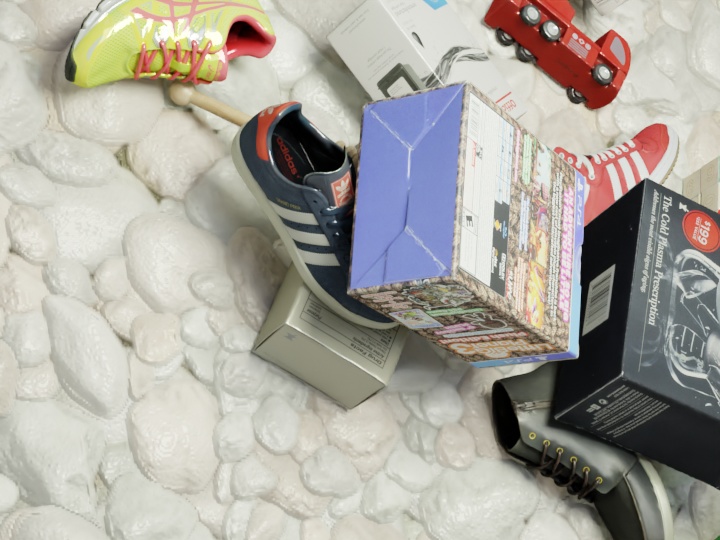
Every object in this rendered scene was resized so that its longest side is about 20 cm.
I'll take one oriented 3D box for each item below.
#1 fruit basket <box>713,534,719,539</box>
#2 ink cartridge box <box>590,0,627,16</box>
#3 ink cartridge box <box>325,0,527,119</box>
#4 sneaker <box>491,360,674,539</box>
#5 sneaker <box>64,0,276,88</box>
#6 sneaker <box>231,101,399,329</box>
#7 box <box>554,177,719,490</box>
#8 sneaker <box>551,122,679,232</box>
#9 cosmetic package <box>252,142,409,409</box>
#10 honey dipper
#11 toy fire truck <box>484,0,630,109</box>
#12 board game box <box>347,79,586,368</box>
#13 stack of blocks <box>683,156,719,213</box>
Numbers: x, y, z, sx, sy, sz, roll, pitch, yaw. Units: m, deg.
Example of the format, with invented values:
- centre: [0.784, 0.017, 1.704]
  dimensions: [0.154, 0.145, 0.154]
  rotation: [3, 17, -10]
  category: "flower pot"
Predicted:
- centre: [0.426, 0.230, 1.485]
  dimensions: [0.215, 0.215, 0.156]
  rotation: [-36, 90, -34]
  category: "fruit basket"
- centre: [0.239, -0.364, 1.659]
  dimensions: [0.161, 0.050, 0.200]
  rotation: [51, 45, -12]
  category: "ink cartridge box"
- centre: [0.073, -0.156, 1.501]
  dimensions: [0.201, 0.068, 0.116]
  rotation: [53, 31, -1]
  category: "ink cartridge box"
- centre: [0.184, 0.173, 1.458]
  dimensions: [0.106, 0.075, 0.201]
  rotation: [-13, 69, -27]
  category: "sneaker"
- centre: [-0.149, -0.186, 1.396]
  dimensions: [0.199, 0.078, 0.090]
  rotation: [-28, 69, -34]
  category: "sneaker"
- centre: [-0.020, -0.044, 1.330]
  dimensions: [0.200, 0.084, 0.075]
  rotation: [50, 55, -3]
  category: "sneaker"
- centre: [0.278, 0.056, 1.453]
  dimensions: [0.181, 0.104, 0.201]
  rotation: [24, 56, -17]
  category: "box"
- centre: [0.212, -0.094, 1.575]
  dimensions: [0.112, 0.071, 0.200]
  rotation: [44, 58, -10]
  category: "sneaker"
- centre: [0.000, 0.000, 1.417]
  dimensions: [0.103, 0.073, 0.201]
  rotation: [33, 58, -13]
  category: "cosmetic package"
- centre: [-0.070, -0.113, 1.403]
  dimensions: [0.199, 0.038, 0.038]
  rotation: [27, 55, 15]
  category: "honey dipper"
- centre: [0.186, -0.264, 1.642]
  dimensions: [0.199, 0.049, 0.142]
  rotation: [37, 56, -13]
  category: "toy fire truck"
- centre: [0.088, -0.030, 1.345]
  dimensions: [0.200, 0.096, 0.161]
  rotation: [31, 58, -50]
  category: "board game box"
- centre: [0.343, -0.002, 1.617]
  dimensions: [0.114, 0.059, 0.202]
  rotation: [18, 63, -22]
  category: "stack of blocks"
